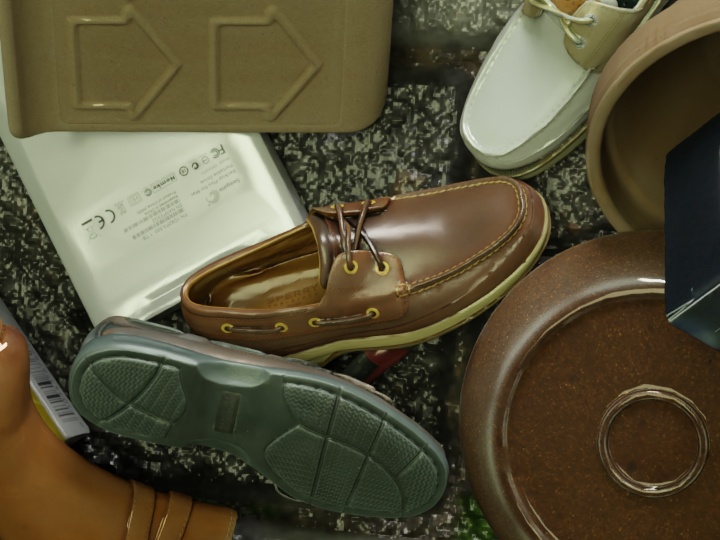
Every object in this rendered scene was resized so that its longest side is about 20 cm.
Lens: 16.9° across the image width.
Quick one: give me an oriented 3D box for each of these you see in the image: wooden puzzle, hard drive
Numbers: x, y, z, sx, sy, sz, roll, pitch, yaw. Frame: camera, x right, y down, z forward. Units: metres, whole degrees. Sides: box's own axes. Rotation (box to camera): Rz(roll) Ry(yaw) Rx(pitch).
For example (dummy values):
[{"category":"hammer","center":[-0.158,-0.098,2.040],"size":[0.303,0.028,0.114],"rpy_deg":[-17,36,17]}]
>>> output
[{"category":"wooden puzzle","center":[-0.082,-0.145,1.222],"size":[0.200,0.185,0.046],"rpy_deg":[-3,49,-6]},{"category":"hard drive","center":[-0.126,-0.078,1.315],"size":[0.132,0.026,0.200],"rpy_deg":[-28,83,13]}]

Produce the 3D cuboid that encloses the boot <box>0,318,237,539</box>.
[{"category":"boot","center":[-0.141,0.118,1.273],"size":[0.154,0.074,0.200],"rpy_deg":[8,121,-1]}]

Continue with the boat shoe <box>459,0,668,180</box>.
[{"category":"boat shoe","center":[0.114,-0.137,1.226],"size":[0.075,0.068,0.200],"rpy_deg":[39,97,26]}]

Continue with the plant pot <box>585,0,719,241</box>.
[{"category":"plant pot","center":[0.210,-0.084,1.176],"size":[0.200,0.201,0.093],"rpy_deg":[-6,48,14]}]

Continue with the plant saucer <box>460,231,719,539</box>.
[{"category":"plant saucer","center":[0.145,0.082,1.192],"size":[0.200,0.034,0.201],"rpy_deg":[2,102,11]}]

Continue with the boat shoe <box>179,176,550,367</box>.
[{"category":"boat shoe","center":[0.000,0.000,1.248],"size":[0.200,0.068,0.072],"rpy_deg":[-21,52,17]}]

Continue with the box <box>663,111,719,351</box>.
[{"category":"box","center":[0.260,-0.009,1.104],"size":[0.200,0.107,0.148],"rpy_deg":[27,135,-24]}]

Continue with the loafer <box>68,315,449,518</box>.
[{"category":"loafer","center":[-0.048,0.066,1.244],"size":[0.200,0.063,0.072],"rpy_deg":[19,117,-7]}]

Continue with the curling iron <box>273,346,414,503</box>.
[{"category":"curling iron","center":[0.024,0.044,1.281],"size":[0.050,0.026,0.200],"rpy_deg":[37,94,-10]}]

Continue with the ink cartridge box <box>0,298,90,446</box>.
[{"category":"ink cartridge box","center":[-0.284,0.067,1.348],"size":[0.200,0.047,0.198],"rpy_deg":[-36,83,9]}]
